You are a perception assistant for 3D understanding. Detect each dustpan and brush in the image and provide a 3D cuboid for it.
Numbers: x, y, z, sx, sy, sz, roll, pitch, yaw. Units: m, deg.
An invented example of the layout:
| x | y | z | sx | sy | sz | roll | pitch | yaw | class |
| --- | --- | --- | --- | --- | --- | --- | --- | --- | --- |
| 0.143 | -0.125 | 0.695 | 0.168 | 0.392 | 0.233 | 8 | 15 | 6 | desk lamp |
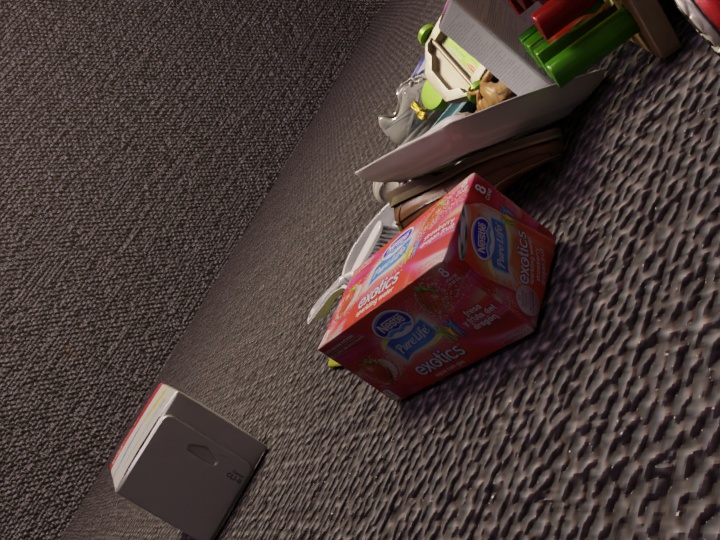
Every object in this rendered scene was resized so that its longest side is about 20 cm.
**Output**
| x | y | z | sx | sy | sz | roll | pitch | yaw | class |
| --- | --- | --- | --- | --- | --- | --- | --- | --- | --- |
| 0.000 | 0.000 | 0.957 | 0.201 | 0.057 | 0.140 | -58 | 20 | 23 | dustpan and brush |

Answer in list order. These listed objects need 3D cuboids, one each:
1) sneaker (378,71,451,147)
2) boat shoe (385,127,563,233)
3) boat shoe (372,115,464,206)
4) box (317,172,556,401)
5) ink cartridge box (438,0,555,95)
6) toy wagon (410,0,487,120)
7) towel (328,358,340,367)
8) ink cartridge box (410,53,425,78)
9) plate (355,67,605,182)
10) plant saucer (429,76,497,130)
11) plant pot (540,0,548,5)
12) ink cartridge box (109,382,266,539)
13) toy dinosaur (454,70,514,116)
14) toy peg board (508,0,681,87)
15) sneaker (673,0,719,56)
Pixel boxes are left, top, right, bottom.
| x | y | z | sx | sy | sz | roll | pitch | yaw | class |
| --- | --- | --- | --- | --- | --- | --- | --- | --- | --- |
| 0.106 | -0.275 | 1.179 | 0.201 | 0.087 | 0.075 | -50 | 13 | 18 | sneaker |
| 0.118 | -0.078 | 0.749 | 0.199 | 0.069 | 0.072 | -20 | -1 | 42 | boat shoe |
| 0.075 | -0.126 | 0.999 | 0.199 | 0.071 | 0.070 | -29 | 26 | 49 | boat shoe |
| 0.060 | 0.023 | 0.645 | 0.200 | 0.095 | 0.100 | -39 | 21 | 50 | box |
| 0.145 | -0.299 | 0.868 | 0.043 | 0.199 | 0.198 | -43 | 18 | 38 | ink cartridge box |
| 0.136 | -0.297 | 1.049 | 0.201 | 0.039 | 0.156 | -59 | 46 | 33 | toy wagon |
| 0.014 | 0.068 | 0.861 | 0.087 | 0.018 | 0.200 | -60 | 14 | -19 | towel |
| 0.169 | -0.415 | 1.378 | 0.120 | 0.042 | 0.199 | -61 | 17 | -18 | ink cartridge box |
| 0.118 | -0.135 | 0.761 | 0.198 | 0.033 | 0.199 | -23 | 3 | -25 | plate |
| 0.147 | -0.237 | 1.098 | 0.200 | 0.019 | 0.070 | -50 | 16 | 26 | plant saucer |
| 0.199 | -0.457 | 1.085 | 0.201 | 0.178 | 0.201 | -51 | 15 | 20 | plant pot |
| -0.240 | 0.254 | 1.032 | 0.146 | 0.144 | 0.200 | -59 | 14 | -15 | ink cartridge box |
| 0.172 | -0.220 | 0.929 | 0.200 | 0.060 | 0.108 | 144 | 144 | -78 | toy dinosaur |
| 0.167 | -0.271 | 0.682 | 0.097 | 0.200 | 0.201 | -34 | 22 | 16 | toy peg board |
| 0.277 | -0.239 | 0.554 | 0.085 | 0.077 | 0.202 | -30 | 30 | 50 | sneaker |
